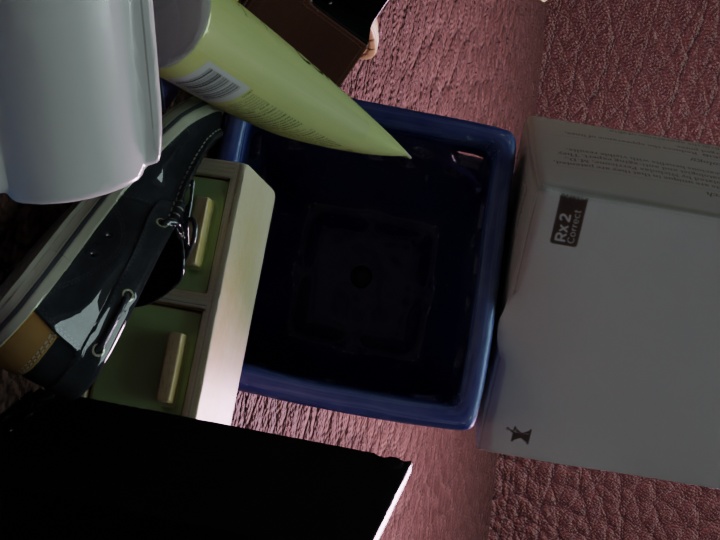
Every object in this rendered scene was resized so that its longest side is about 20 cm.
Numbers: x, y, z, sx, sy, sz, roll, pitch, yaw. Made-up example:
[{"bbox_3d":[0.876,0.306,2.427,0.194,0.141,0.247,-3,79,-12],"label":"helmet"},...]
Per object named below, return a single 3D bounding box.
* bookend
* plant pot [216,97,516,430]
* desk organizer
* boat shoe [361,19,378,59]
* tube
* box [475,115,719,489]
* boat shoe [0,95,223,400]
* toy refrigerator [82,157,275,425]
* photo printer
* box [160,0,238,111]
[{"bbox_3d":[-0.086,0.180,0.612,0.092,0.197,0.202,-49,145,-66],"label":"bookend"},{"bbox_3d":[0.000,0.000,0.905,0.180,0.197,0.203,59,41,-81],"label":"plant pot"},{"bbox_3d":[-0.007,-0.188,0.763,0.201,0.077,0.072,-53,-169,19],"label":"desk organizer"},{"bbox_3d":[-0.020,-0.222,0.927,0.200,0.073,0.070,59,47,-69],"label":"boat shoe"},{"bbox_3d":[-0.046,-0.096,0.666,0.199,0.052,0.058,27,31,-60],"label":"tube"},{"bbox_3d":[0.189,0.022,0.866,0.131,0.197,0.201,-80,180,-62],"label":"box"},{"bbox_3d":[-0.113,-0.015,0.621,0.074,0.062,0.201,-35,-162,41],"label":"boat shoe"},{"bbox_3d":[-0.108,0.041,0.704,0.070,0.075,0.203,45,55,-74],"label":"toy refrigerator"},{"bbox_3d":[-0.117,-0.147,0.409,0.167,0.068,0.203,-128,-149,-52],"label":"photo printer"},{"bbox_3d":[-0.094,-0.190,0.687,0.201,0.048,0.118,-71,164,-45],"label":"box"}]
